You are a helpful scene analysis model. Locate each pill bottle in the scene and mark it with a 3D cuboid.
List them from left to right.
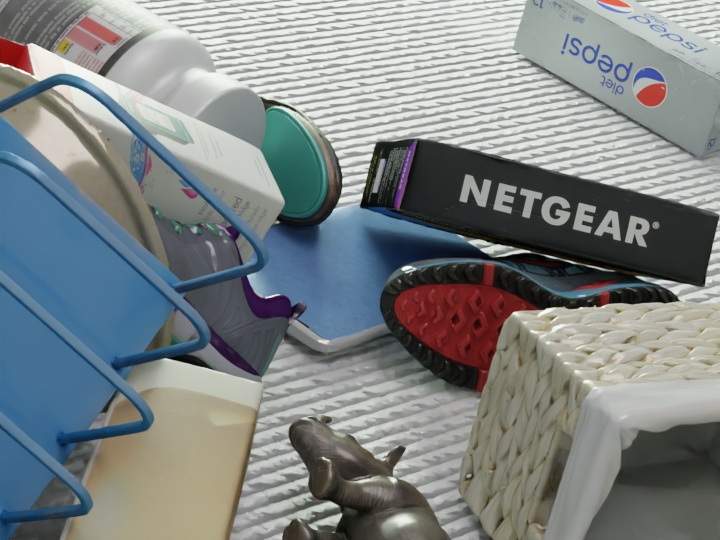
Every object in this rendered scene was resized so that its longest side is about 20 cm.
[{"bbox_3d":[-0.165,-0.119,1.440,0.200,0.116,0.116,31,31,27],"label":"pill bottle"}]

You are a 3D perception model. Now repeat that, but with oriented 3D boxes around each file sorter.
[{"bbox_3d":[-0.157,0.032,0.970,0.139,0.123,0.200,43,63,-18],"label":"file sorter"}]

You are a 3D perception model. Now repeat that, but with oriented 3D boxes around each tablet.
[{"bbox_3d":[0.000,0.000,1.419,0.130,0.014,0.200,35,32,32],"label":"tablet"}]

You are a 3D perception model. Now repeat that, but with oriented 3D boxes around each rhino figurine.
[{"bbox_3d":[0.007,0.133,1.125,0.087,0.060,0.200,24,21,-29],"label":"rhino figurine"}]

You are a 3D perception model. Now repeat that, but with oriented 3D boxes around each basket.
[{"bbox_3d":[0.167,0.096,1.202,0.200,0.136,0.123,-2,30,-31],"label":"basket"}]

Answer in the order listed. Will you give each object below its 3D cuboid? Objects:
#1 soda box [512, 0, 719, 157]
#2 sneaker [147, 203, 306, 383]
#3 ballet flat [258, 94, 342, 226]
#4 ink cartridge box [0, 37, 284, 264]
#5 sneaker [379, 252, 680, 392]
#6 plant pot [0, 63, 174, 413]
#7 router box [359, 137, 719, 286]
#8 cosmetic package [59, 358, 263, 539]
[{"bbox_3d":[0.221,-0.169,1.786,0.200,0.068,0.063,33,33,30],"label":"soda box"},{"bbox_3d":[-0.118,-0.012,1.217,0.200,0.074,0.088,46,59,-23],"label":"sneaker"},{"bbox_3d":[-0.063,-0.085,1.484,0.068,0.068,0.200,17,15,-49],"label":"ballet flat"},{"bbox_3d":[-0.159,-0.046,1.250,0.200,0.116,0.067,23,23,-28],"label":"ink cartridge box"},{"bbox_3d":[0.096,0.029,1.375,0.200,0.079,0.096,8,11,-24],"label":"sneaker"},{"bbox_3d":[-0.226,0.022,1.097,0.200,0.201,0.183,30,42,24],"label":"plant pot"},{"bbox_3d":[0.110,-0.038,1.415,0.200,0.051,0.149,13,0,-9],"label":"router box"},{"bbox_3d":[-0.099,0.134,1.025,0.071,0.105,0.200,14,29,-1],"label":"cosmetic package"}]
